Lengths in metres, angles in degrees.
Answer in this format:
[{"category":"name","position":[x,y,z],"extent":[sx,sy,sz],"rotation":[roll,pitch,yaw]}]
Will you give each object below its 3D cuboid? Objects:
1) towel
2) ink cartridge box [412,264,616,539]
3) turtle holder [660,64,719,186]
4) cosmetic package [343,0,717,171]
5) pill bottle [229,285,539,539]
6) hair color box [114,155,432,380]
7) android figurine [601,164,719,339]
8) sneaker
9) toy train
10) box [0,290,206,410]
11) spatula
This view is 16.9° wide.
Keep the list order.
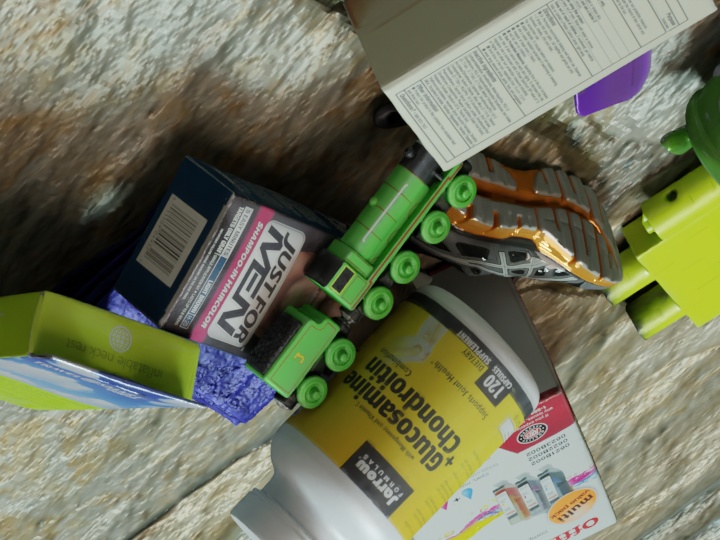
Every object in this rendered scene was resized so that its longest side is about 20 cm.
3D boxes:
[{"category":"towel","position":[-0.099,0.028,1.641],"extent":[0.147,0.050,0.200],"rotation":[-38,140,19]},{"category":"ink cartridge box","position":[0.080,0.114,1.757],"extent":[0.145,0.145,0.200],"rotation":[-26,143,2]},{"category":"turtle holder","position":[0.309,-0.092,1.640],"extent":[0.185,0.141,0.132],"rotation":[16,126,-38]},{"category":"cosmetic package","position":[0.104,-0.163,1.492],"extent":[0.199,0.088,0.103],"rotation":[-29,141,8]},{"category":"pill bottle","position":[0.013,0.114,1.576],"extent":[0.200,0.112,0.112],"rotation":[-45,143,-9]},{"category":"hair color box","position":[-0.053,0.008,1.576],"extent":[0.200,0.060,0.100],"rotation":[22,101,-46]},{"category":"android figurine","position":[0.273,-0.024,1.783],"extent":[0.199,0.041,0.182],"rotation":[-31,141,12]},{"category":"sneaker","position":[0.103,-0.027,1.672],"extent":[0.199,0.079,0.077],"rotation":[21,138,-38]},{"category":"toy train","position":[0.000,0.000,1.547],"extent":[0.056,0.042,0.200],"rotation":[40,84,-36]},{"category":"box","position":[-0.194,0.053,1.524],"extent":[0.122,0.048,0.199],"rotation":[20,164,-36]},{"category":"spatula","position":[0.102,-0.119,1.595],"extent":[0.199,0.021,0.057],"rotation":[-12,128,-12]}]
